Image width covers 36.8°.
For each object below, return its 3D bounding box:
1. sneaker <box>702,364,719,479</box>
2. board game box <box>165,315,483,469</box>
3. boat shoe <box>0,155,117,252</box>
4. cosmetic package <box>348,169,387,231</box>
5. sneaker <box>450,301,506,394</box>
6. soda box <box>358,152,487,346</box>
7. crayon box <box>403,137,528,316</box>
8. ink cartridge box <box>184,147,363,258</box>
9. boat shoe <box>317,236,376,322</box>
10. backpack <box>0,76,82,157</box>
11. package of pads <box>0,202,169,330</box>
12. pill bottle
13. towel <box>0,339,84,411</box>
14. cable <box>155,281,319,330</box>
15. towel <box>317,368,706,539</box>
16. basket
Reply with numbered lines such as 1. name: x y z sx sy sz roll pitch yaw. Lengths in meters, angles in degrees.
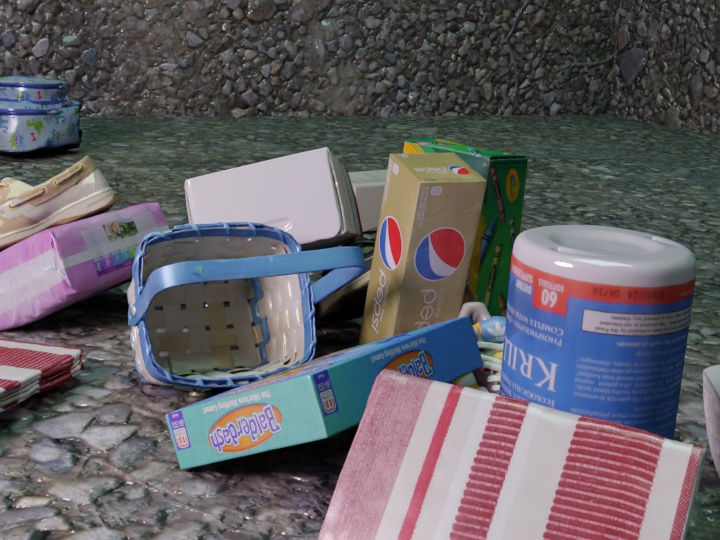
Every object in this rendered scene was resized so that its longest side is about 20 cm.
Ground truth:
1. sneaker: 0.332 0.122 0.757 0.143 0.082 0.201 -9 21 4
2. board game box: -0.023 0.089 0.808 0.151 0.046 0.198 -18 -2 39
3. boat shoe: -0.347 -0.062 1.103 0.198 0.070 0.073 -28 4 -38
4. cosmetic package: 0.033 -0.109 1.655 0.198 0.075 0.103 -9 19 -39
5. sneaker: 0.108 0.088 0.862 0.073 0.092 0.200 -1 14 -15
6. soda box: 0.050 0.003 0.946 0.067 0.203 0.064 -3 28 -25
7. crayon box: 0.093 -0.020 1.054 0.058 0.204 0.118 -7 17 -39
8. ink cartridge box: -0.080 -0.057 1.080 0.145 0.087 0.200 -13 -3 3
9. boat shoe: 0.001 0.000 1.070 0.071 0.067 0.201 -7 -14 -23
10. backpack: -0.660 -0.300 2.098 0.180 0.150 0.200 6 17 20
11. package of pads: -0.290 -0.008 1.114 0.119 0.077 0.200 -20 5 24
12. pill bottle: 0.140 0.081 0.670 0.110 0.204 0.112 3 13 -1
13. towel: -0.331 0.091 0.869 0.141 0.023 0.200 6 13 17
14. cable: -0.143 0.022 1.146 0.196 0.052 0.163 6 14 15
15. towel: 0.076 0.140 0.597 0.197 0.146 0.023 11 -25 26
16. basket: -0.105 0.026 0.898 0.173 0.142 0.200 -4 -20 -25
